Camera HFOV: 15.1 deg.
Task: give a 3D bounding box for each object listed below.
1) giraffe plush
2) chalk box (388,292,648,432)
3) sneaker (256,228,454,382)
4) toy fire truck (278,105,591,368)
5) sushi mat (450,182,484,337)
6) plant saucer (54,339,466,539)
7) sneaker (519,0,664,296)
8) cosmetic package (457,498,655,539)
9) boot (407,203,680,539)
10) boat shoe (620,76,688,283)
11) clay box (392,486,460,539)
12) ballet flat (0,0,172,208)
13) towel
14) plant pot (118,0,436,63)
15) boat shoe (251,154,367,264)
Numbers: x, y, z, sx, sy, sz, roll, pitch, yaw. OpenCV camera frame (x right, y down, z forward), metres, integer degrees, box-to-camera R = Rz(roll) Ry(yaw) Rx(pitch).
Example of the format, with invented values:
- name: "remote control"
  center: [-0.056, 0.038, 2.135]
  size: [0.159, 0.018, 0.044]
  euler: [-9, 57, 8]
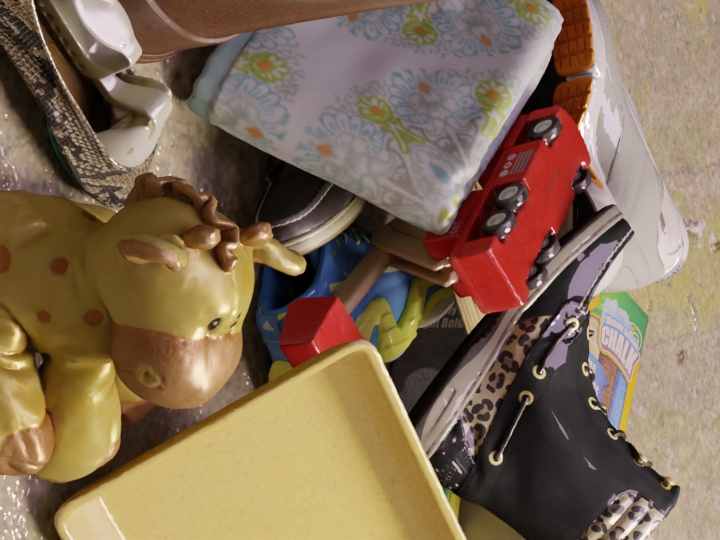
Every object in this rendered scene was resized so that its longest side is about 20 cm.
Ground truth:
- name: "giraffe plush"
  center: [-0.119, 0.013, 1.396]
  size: [0.173, 0.162, 0.200]
  euler: [-45, 128, -49]
- name: "chalk box"
  center: [0.106, 0.054, 1.802]
  size: [0.124, 0.124, 0.200]
  euler: [43, 55, -49]
- name: "sneaker"
  center: [0.000, 0.000, 1.676]
  size: [0.200, 0.076, 0.105]
  euler: [-55, 134, -42]
- name: "toy fire truck"
  center: [0.046, -0.012, 1.604]
  size: [0.049, 0.141, 0.200]
  euler: [58, 39, -27]
- name: "sushi mat"
  center: [0.074, -0.042, 1.691]
  size: [0.096, 0.012, 0.200]
  euler: [-19, 91, -41]
- name: "plant saucer"
  center: [-0.055, 0.147, 1.534]
  size: [0.200, 0.048, 0.200]
  euler: [-30, 125, -7]
- name: "sneaker"
  center: [0.149, -0.079, 1.717]
  size: [0.092, 0.076, 0.200]
  euler: [5, 79, -47]
- name: "cosmetic package"
  center: [0.122, 0.188, 1.724]
  size: [0.200, 0.103, 0.087]
  euler: [51, 45, -61]
- name: "boot"
  center: [0.133, 0.077, 1.608]
  size: [0.154, 0.073, 0.204]
  euler: [41, 73, -1]
- name: "boat shoe"
  center: [0.150, -0.084, 1.790]
  size: [0.200, 0.071, 0.070]
  euler: [66, 15, 15]
- name: "clay box"
  center: [-0.004, 0.195, 1.624]
  size: [0.048, 0.115, 0.200]
  euler: [31, 63, -74]
- name: "ballet flat"
  center: [-0.144, -0.107, 1.440]
  size: [0.200, 0.075, 0.068]
  euler: [61, 41, -39]
- name: "towel"
  center: [0.013, -0.124, 1.615]
  size: [0.200, 0.171, 0.048]
  euler: [-58, 169, -41]
- name: "plant pot"
  center: [-0.046, -0.217, 1.485]
  size: [0.200, 0.198, 0.200]
  euler: [1, 89, -58]
- name: "boat shoe"
  center: [-0.026, -0.075, 1.645]
  size: [0.066, 0.072, 0.201]
  euler: [64, 32, -22]
